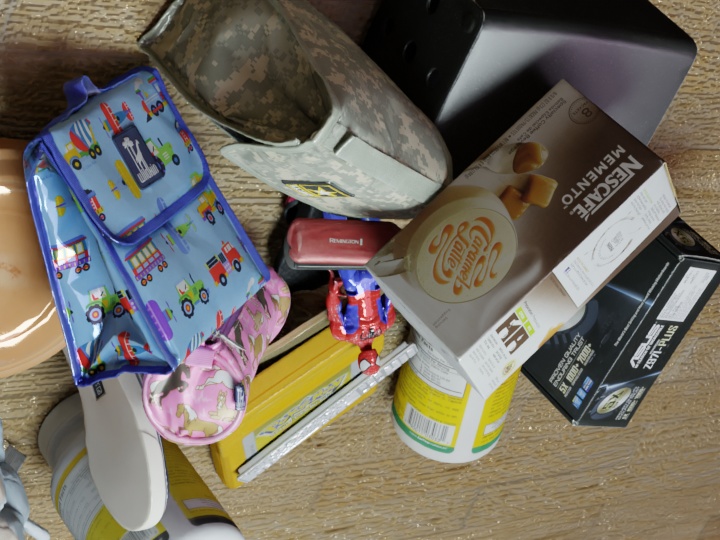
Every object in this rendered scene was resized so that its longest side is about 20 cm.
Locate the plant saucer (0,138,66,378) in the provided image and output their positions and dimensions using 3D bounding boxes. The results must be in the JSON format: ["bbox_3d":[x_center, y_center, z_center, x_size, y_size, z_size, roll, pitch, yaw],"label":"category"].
[{"bbox_3d":[-0.272,0.000,1.243,0.199,0.032,0.202,-13,127,-18],"label":"plant saucer"}]

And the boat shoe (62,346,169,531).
[{"bbox_3d":[-0.168,0.100,1.345,0.074,0.202,0.092,-27,164,39],"label":"boat shoe"}]

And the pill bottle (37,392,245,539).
[{"bbox_3d":[-0.184,0.189,1.396,0.111,0.200,0.113,-24,139,-23],"label":"pill bottle"}]

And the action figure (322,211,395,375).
[{"bbox_3d":[0.000,0.000,1.387,0.065,0.052,0.201,-17,125,-18],"label":"action figure"}]

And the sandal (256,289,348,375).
[{"bbox_3d":[-0.091,0.055,1.463,0.211,0.070,0.078,-37,166,1],"label":"sandal"}]

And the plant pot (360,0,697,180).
[{"bbox_3d":[0.109,-0.156,1.357,0.176,0.200,0.201,10,119,-34],"label":"plant pot"}]

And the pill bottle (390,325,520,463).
[{"bbox_3d":[0.099,0.073,1.616,0.112,0.113,0.201,-15,134,-32],"label":"pill bottle"}]

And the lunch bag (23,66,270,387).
[{"bbox_3d":[-0.166,-0.044,1.222,0.151,0.093,0.201,-46,120,-54],"label":"lunch bag"}]

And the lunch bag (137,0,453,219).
[{"bbox_3d":[-0.038,-0.117,1.241,0.118,0.200,0.164,-51,143,9],"label":"lunch bag"}]

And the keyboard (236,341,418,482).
[{"bbox_3d":[-0.029,0.129,1.554,0.199,0.011,0.056,-37,164,-1],"label":"keyboard"}]

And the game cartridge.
[{"bbox_3d":[-0.056,0.114,1.522,0.176,0.033,0.200,-34,166,-12],"label":"game cartridge"}]

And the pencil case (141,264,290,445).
[{"bbox_3d":[-0.109,0.057,1.332,0.086,0.200,0.083,-24,105,16],"label":"pencil case"}]

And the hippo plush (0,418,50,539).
[{"bbox_3d":[-0.345,0.174,1.319,0.160,0.161,0.200,-17,-177,-4],"label":"hippo plush"}]

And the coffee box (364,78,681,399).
[{"bbox_3d":[0.118,-0.023,1.232,0.200,0.114,0.080,-42,147,-3],"label":"coffee box"}]

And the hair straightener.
[{"bbox_3d":[0.037,-0.020,1.326,0.198,0.041,0.077,-4,172,-10],"label":"hair straightener"}]

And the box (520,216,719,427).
[{"bbox_3d":[0.229,0.023,1.645,0.086,0.164,0.201,7,121,-45],"label":"box"}]

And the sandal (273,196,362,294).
[{"bbox_3d":[-0.029,-0.057,1.426,0.075,0.045,0.201,-8,139,-26],"label":"sandal"}]
